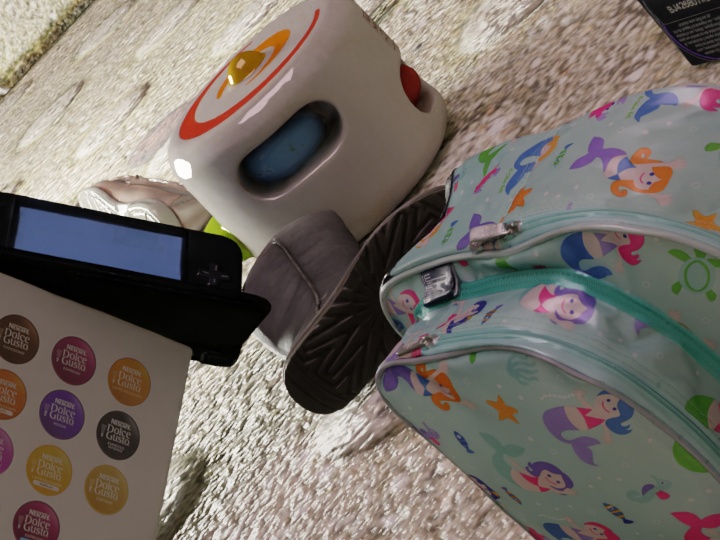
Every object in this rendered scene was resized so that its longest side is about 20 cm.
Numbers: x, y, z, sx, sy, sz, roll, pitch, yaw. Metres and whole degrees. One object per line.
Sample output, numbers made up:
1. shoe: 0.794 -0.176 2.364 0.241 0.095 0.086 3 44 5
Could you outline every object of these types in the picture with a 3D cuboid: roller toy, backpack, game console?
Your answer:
1. roller toy: -0.041 -0.105 1.409 0.182 0.140 0.200 -16 33 53
2. backpack: 0.117 0.024 0.766 0.200 0.178 0.151 -25 28 49
3. game console: -0.163 -0.014 1.250 0.176 0.200 0.117 -92 18 -49

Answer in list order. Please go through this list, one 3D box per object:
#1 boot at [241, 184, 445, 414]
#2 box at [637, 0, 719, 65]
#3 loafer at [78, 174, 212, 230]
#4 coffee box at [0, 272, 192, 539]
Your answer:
1. boot: -0.001 -0.002 1.245 0.182 0.073 0.200 -42 13 5
2. box: 0.246 -0.233 1.139 0.200 0.106 0.122 -53 21 -25
3. loafer: -0.184 -0.051 1.718 0.063 0.072 0.200 -34 21 -21
4. coffee box: -0.252 0.122 1.198 0.200 0.199 0.198 -21 52 51
